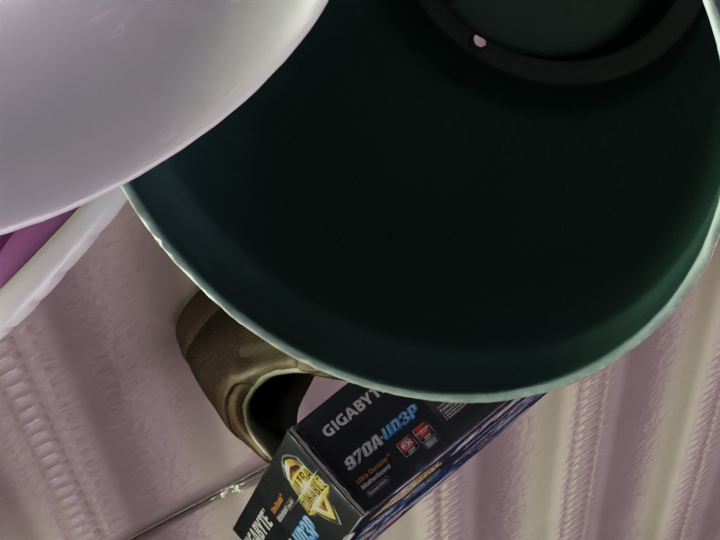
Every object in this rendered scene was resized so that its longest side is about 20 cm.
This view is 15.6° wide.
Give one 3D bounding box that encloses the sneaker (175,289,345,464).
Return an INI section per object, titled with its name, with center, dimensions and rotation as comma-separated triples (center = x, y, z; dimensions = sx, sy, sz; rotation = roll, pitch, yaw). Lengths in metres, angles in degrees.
[sneaker]
center = 0.000, 0.000, 1.043
dimensions = 0.070, 0.076, 0.200
rotation = -12, 153, -41

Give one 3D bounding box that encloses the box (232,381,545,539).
[box]
center = 0.045, 0.043, 1.063
dimensions = 0.200, 0.046, 0.159
rotation = -38, 172, -19

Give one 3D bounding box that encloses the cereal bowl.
[cereal bowl]
center = -0.106, -0.091, 0.653
dimensions = 0.199, 0.084, 0.200
rotation = -21, 154, -11

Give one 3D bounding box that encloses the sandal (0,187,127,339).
[sandal]
center = -0.150, 0.003, 0.870
dimensions = 0.202, 0.083, 0.050
rotation = -37, 116, 21

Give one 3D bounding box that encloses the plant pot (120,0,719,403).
[plant pot]
center = 0.033, -0.081, 0.772
dimensions = 0.200, 0.200, 0.134
rotation = -46, -178, 37
